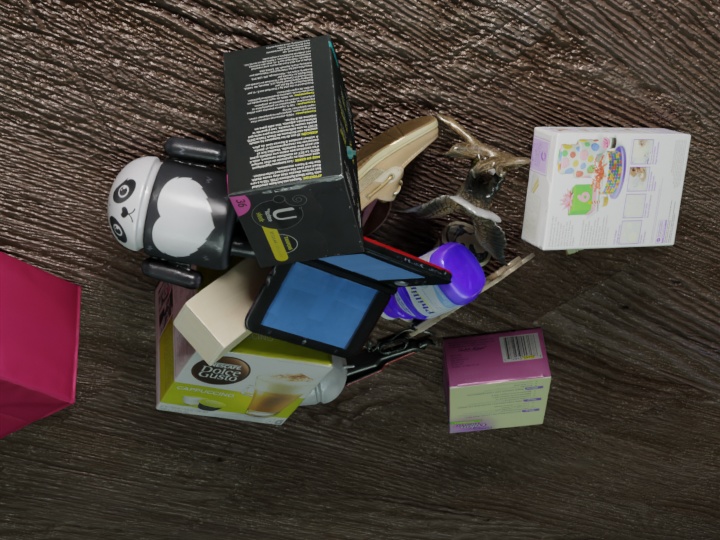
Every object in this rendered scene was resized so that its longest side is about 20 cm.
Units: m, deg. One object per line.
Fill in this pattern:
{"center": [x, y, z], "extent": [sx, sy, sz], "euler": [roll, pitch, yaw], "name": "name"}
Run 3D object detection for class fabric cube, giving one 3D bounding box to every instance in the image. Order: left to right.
{"center": [-0.540, 0.104, 1.462], "extent": [0.199, 0.198, 0.199], "euler": [-26, 145, 29], "name": "fabric cube"}

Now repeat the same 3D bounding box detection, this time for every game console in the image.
{"center": [-0.012, 0.036, 1.283], "extent": [0.199, 0.120, 0.172], "euler": [19, 164, -41], "name": "game console"}

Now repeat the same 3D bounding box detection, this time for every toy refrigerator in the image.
{"center": [-0.143, 0.031, 1.342], "extent": [0.076, 0.200, 0.070], "euler": [47, 143, 3], "name": "toy refrigerator"}

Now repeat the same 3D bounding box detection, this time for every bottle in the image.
{"center": [0.087, 0.024, 1.414], "extent": [0.065, 0.084, 0.200], "euler": [-38, -174, -32], "name": "bottle"}

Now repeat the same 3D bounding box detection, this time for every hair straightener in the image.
{"center": [0.038, 0.144, 1.761], "extent": [0.199, 0.041, 0.077], "euler": [-19, 146, 20], "name": "hair straightener"}

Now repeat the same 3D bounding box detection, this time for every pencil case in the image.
{"center": [0.111, 0.006, 1.505], "extent": [0.078, 0.090, 0.200], "euler": [40, 139, -2], "name": "pencil case"}

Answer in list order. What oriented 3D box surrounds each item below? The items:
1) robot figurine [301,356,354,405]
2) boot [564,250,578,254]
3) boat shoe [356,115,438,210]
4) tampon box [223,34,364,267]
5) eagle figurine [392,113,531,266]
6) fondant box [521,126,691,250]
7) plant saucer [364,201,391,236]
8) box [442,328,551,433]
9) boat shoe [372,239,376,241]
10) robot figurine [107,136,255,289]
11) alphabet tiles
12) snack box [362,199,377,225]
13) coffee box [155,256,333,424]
{"center": [-0.108, 0.167, 1.707], "extent": [0.198, 0.114, 0.170], "euler": [-5, -173, 0], "name": "robot figurine"}
{"center": [0.336, -0.105, 1.381], "extent": [0.153, 0.073, 0.200], "euler": [-13, 145, 7], "name": "boot"}
{"center": [0.018, -0.115, 1.258], "extent": [0.199, 0.071, 0.065], "euler": [-35, 109, 1], "name": "boat shoe"}
{"center": [-0.074, -0.131, 1.149], "extent": [0.125, 0.201, 0.150], "euler": [-9, 148, 6], "name": "tampon box"}
{"center": [0.141, -0.087, 1.329], "extent": [0.150, 0.152, 0.201], "euler": [-13, 149, -28], "name": "eagle figurine"}
{"center": [0.308, -0.104, 1.291], "extent": [0.198, 0.058, 0.146], "euler": [-3, 108, -23], "name": "fondant box"}
{"center": [-0.058, -0.094, 1.370], "extent": [0.198, 0.035, 0.201], "euler": [-3, 148, -2], "name": "plant saucer"}
{"center": [0.238, 0.198, 1.829], "extent": [0.174, 0.097, 0.201], "euler": [-7, 148, 1], "name": "box"}
{"center": [0.000, 0.000, 1.496], "extent": [0.071, 0.077, 0.200], "euler": [18, 166, -11], "name": "boat shoe"}
{"center": [-0.213, -0.070, 1.277], "extent": [0.198, 0.151, 0.125], "euler": [13, 153, -3], "name": "robot figurine"}
{"center": [0.162, 0.034, 1.516], "extent": [0.195, 0.015, 0.200], "euler": [-37, 176, 41], "name": "alphabet tiles"}
{"center": [-0.034, -0.063, 1.369], "extent": [0.071, 0.024, 0.200], "euler": [7, 146, -16], "name": "snack box"}
{"center": [-0.172, 0.081, 1.474], "extent": [0.198, 0.201, 0.198], "euler": [10, 145, -25], "name": "coffee box"}
